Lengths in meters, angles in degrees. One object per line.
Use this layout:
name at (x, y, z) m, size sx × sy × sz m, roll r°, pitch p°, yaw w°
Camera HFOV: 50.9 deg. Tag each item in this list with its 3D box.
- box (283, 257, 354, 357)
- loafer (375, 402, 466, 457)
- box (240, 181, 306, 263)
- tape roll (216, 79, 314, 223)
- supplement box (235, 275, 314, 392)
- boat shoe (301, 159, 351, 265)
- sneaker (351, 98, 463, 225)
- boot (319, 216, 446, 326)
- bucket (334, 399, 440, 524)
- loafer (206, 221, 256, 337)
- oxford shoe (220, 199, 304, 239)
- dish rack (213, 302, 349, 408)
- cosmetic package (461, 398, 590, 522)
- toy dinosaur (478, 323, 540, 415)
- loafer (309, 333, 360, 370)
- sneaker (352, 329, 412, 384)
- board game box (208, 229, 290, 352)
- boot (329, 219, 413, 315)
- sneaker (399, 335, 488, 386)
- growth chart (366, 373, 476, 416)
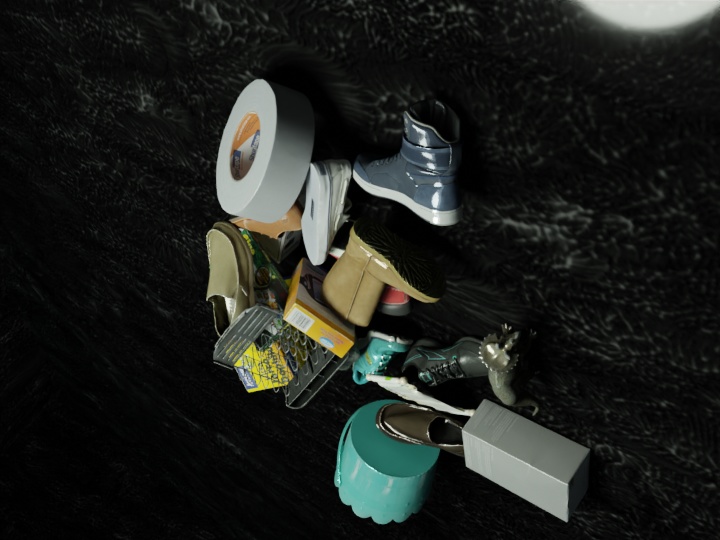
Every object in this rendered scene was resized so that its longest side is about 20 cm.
box at (-0.065, 0.054, 1.279) m, size 0.118 × 0.201 × 0.042 m, roll 35°, pitch 109°, yaw -14°
loafer at (0.120, 0.277, 1.359) m, size 0.196 × 0.074 × 0.072 m, roll 10°, pitch 160°, yaw 15°
box at (-0.152, -0.118, 1.316) m, size 0.116 × 0.060 × 0.201 m, roll 39°, pitch 147°, yaw 14°
tape roll at (-0.145, -0.176, 1.126) m, size 0.199 × 0.065 × 0.204 m, roll -23°, pitch 62°, yaw 52°
supplement box at (-0.157, 0.112, 1.412) m, size 0.108 × 0.201 × 0.110 m, roll -14°, pitch 119°, yaw 23°
boat shoe at (-0.045, -0.087, 1.136) m, size 0.202 × 0.069 × 0.071 m, roll 98°, pitch 150°, yaw -47°
sneaker at (0.060, -0.163, 1.006) m, size 0.201 × 0.076 × 0.148 m, roll 30°, pitch 136°, yaw 41°
boot at (0.031, 0.027, 1.155) m, size 0.175 × 0.066 × 0.201 m, roll 42°, pitch 144°, yaw 12°
bucket at (0.054, 0.357, 1.444) m, size 0.206 × 0.206 × 0.136 m, roll 33°, pitch 134°, yaw 22°
loafer at (-0.216, 0.021, 1.243) m, size 0.075 × 0.067 × 0.204 m, roll -7°, pitch 99°, yaw 37°
oxford shoe at (-0.162, -0.081, 1.247) m, size 0.198 × 0.071 × 0.072 m, roll -1°, pitch 128°, yaw 49°
dish rack at (-0.136, 0.138, 1.249) m, size 0.198 × 0.154 × 0.055 m, roll 27°, pitch -156°, yaw -35°
cosmetic package at (0.270, 0.308, 1.241) m, size 0.198 × 0.090 × 0.108 m, roll 21°, pitch 139°, yaw 31°
toy dinosaur at (0.218, 0.146, 1.113) m, size 0.076 × 0.102 × 0.202 m, roll 20°, pitch 138°, yaw 36°
loafer at (-0.044, 0.140, 1.391) m, size 0.074 × 0.071 × 0.200 m, roll 7°, pitch 163°, yaw -19°
sneaker at (0.036, 0.156, 1.347) m, size 0.076 × 0.081 × 0.200 m, roll 14°, pitch 158°, yaw -15°
board game box at (-0.183, 0.031, 1.315) m, size 0.201 × 0.105 × 0.023 m, roll 54°, pitch -163°, yaw 28°
boot at (0.000, 0.000, 1.253) m, size 0.198 × 0.072 × 0.146 m, roll 26°, pitch 143°, yaw 25°
sneaker at (0.144, 0.159, 1.238) m, size 0.198 × 0.079 × 0.076 m, roll -9°, pitch 118°, yaw 52°
growth chart at (0.103, 0.217, 1.307) m, size 0.198 × 0.018 × 0.144 m, roll 28°, pitch 164°, yaw -30°
